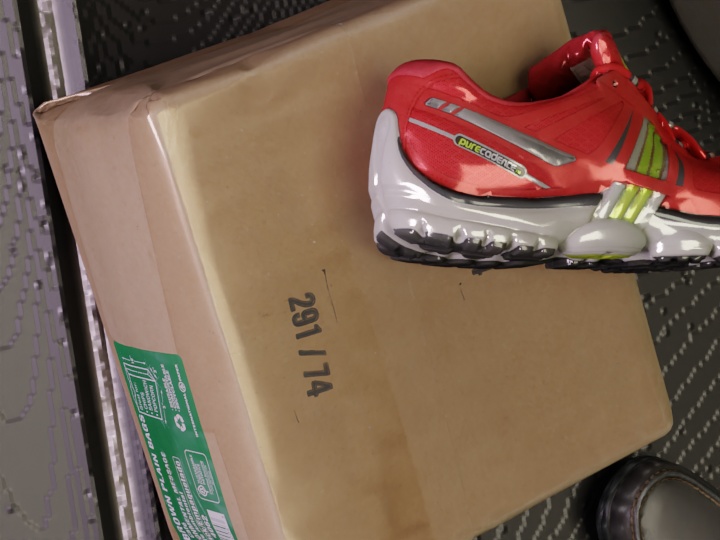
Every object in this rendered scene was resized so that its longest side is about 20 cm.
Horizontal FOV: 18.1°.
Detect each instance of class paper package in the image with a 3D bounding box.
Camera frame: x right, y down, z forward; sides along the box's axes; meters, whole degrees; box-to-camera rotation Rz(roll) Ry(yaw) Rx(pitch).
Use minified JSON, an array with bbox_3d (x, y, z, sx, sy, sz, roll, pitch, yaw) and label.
[{"bbox_3d":[0.000,0.000,0.860,0.190,0.103,0.201,-24,105,-26],"label":"paper package"}]

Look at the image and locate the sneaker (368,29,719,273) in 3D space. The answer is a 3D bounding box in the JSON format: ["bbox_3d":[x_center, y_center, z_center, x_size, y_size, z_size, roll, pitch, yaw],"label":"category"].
[{"bbox_3d":[0.096,-0.043,0.813,0.199,0.077,0.086,2,86,-30],"label":"sneaker"}]

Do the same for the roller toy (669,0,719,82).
[{"bbox_3d":[0.224,-0.141,0.937,0.140,0.200,0.183,-41,141,-21],"label":"roller toy"}]

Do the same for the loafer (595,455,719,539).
[{"bbox_3d":[0.179,0.156,0.988,0.200,0.072,0.073,46,72,-22],"label":"loafer"}]
